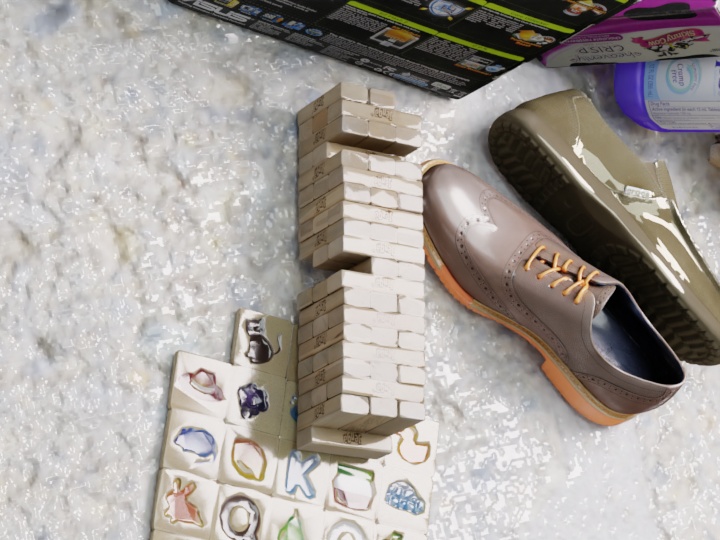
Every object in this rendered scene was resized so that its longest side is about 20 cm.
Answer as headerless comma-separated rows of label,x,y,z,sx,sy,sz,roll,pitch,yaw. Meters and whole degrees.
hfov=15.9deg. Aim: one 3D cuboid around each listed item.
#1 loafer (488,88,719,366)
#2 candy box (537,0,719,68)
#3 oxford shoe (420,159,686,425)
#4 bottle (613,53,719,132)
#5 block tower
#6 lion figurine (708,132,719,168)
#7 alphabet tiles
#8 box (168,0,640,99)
loafer,0.162,-0.030,1.529,0.067,0.076,0.200,-45,100,-25
candy box,0.176,-0.225,1.554,0.061,0.136,0.200,41,55,-52
oxford shoe,0.110,0.004,1.490,0.200,0.073,0.071,42,60,-13
bottle,0.251,-0.124,1.535,0.065,0.200,0.084,29,68,-53
block tower,0.000,0.000,1.433,0.054,0.058,0.200,10,70,-27
lion figurine,0.301,-0.114,1.639,0.200,0.072,0.123,-13,93,-37
alphabet tiles,-0.035,0.127,1.411,0.166,0.006,0.200,16,69,-25
box,0.021,-0.165,1.416,0.200,0.193,0.048,16,67,-25
